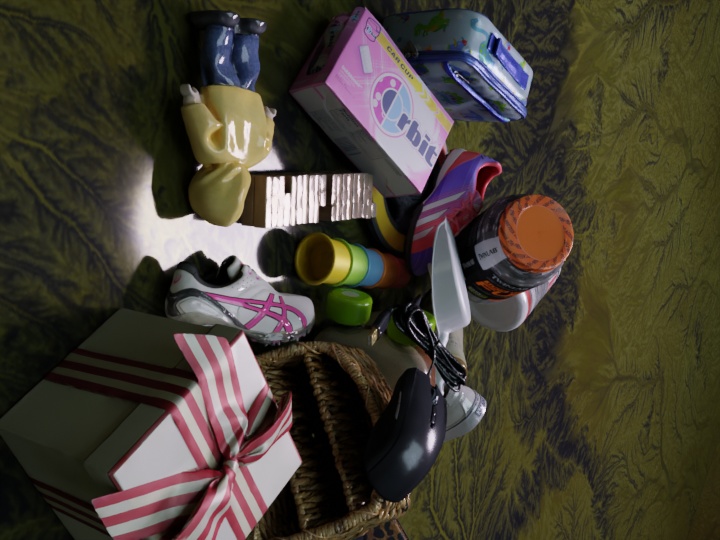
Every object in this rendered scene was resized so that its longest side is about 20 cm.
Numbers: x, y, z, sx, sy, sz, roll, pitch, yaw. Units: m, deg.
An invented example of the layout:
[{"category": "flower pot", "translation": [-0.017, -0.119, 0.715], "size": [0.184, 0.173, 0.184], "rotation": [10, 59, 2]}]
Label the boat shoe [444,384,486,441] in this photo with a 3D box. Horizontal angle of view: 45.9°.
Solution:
[{"category": "boat shoe", "translation": [0.075, 0.199, 1.109], "size": [0.066, 0.199, 0.072], "rotation": [38, 48, -15]}]

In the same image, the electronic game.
[{"category": "electronic game", "translation": [0.063, -0.119, 1.126], "size": [0.199, 0.041, 0.203], "rotation": [-15, 108, -52]}]

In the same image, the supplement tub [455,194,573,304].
[{"category": "supplement tub", "translation": [0.198, -0.028, 1.144], "size": [0.121, 0.200, 0.124], "rotation": [3, 78, -12]}]

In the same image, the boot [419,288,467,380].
[{"category": "boot", "translation": [0.103, 0.125, 1.193], "size": [0.201, 0.071, 0.156], "rotation": [106, -9, -48]}]

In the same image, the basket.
[{"category": "basket", "translation": [-0.043, 0.176, 0.886], "size": [0.148, 0.142, 0.202], "rotation": [20, 47, -54]}]

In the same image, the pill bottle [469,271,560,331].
[{"category": "pill bottle", "translation": [0.250, -0.001, 1.350], "size": [0.200, 0.115, 0.117], "rotation": [-40, 128, -43]}]

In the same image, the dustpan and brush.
[{"category": "dustpan and brush", "translation": [0.106, 0.054, 1.059], "size": [0.140, 0.056, 0.203], "rotation": [56, 24, -64]}]

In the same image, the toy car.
[{"category": "toy car", "translation": [0.040, 0.104, 1.061], "size": [0.200, 0.156, 0.167], "rotation": [-22, 125, -64]}]

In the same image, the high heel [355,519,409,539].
[{"category": "high heel", "translation": [0.031, 0.256, 1.067], "size": [0.071, 0.141, 0.202], "rotation": [37, 67, -51]}]

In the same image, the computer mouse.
[{"category": "computer mouse", "translation": [0.049, 0.122, 0.864], "size": [0.141, 0.046, 0.201], "rotation": [53, 44, -17]}]

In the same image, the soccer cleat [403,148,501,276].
[{"category": "soccer cleat", "translation": [0.121, -0.077, 1.126], "size": [0.202, 0.072, 0.068], "rotation": [-62, 148, -24]}]

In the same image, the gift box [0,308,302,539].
[{"category": "gift box", "translation": [-0.175, 0.146, 0.717], "size": [0.185, 0.185, 0.202], "rotation": [-53, 137, -34]}]

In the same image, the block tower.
[{"category": "block tower", "translation": [-0.058, -0.083, 0.951], "size": [0.199, 0.053, 0.059], "rotation": [-8, 104, -54]}]

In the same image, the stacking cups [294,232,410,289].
[{"category": "stacking cups", "translation": [0.000, 0.000, 1.048], "size": [0.199, 0.060, 0.061], "rotation": [15, 85, -56]}]

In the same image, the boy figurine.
[{"category": "boy figurine", "translation": [-0.128, -0.145, 0.832], "size": [0.124, 0.064, 0.203], "rotation": [-8, 104, -54]}]

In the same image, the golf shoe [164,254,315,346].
[{"category": "golf shoe", "translation": [-0.114, 0.032, 0.878], "size": [0.199, 0.072, 0.094], "rotation": [-1, 96, -54]}]

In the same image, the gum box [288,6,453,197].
[{"category": "gum box", "translation": [0.014, -0.194, 0.992], "size": [0.200, 0.066, 0.114], "rotation": [44, 60, -34]}]

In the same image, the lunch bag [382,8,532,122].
[{"category": "lunch bag", "translation": [0.124, -0.256, 1.082], "size": [0.199, 0.159, 0.084], "rotation": [24, 77, -55]}]
